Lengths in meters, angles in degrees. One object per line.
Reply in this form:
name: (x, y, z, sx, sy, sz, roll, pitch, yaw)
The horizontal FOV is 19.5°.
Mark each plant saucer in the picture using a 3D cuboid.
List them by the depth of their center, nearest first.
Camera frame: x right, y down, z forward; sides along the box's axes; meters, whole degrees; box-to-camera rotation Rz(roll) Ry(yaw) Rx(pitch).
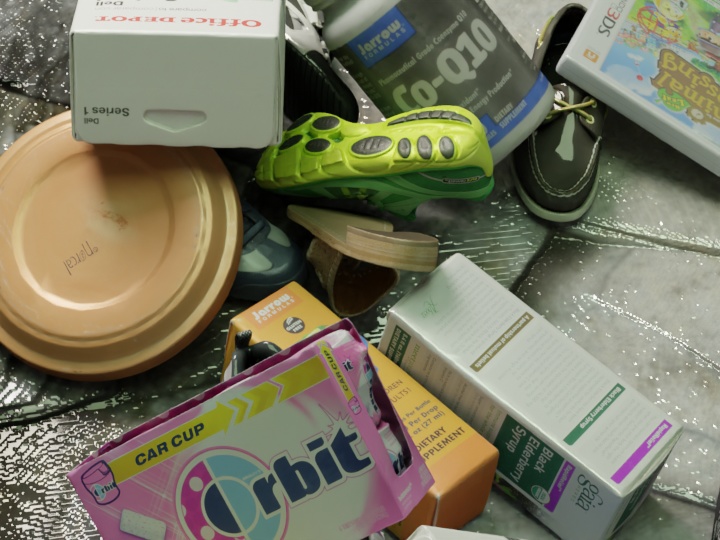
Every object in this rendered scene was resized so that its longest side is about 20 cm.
plant saucer: (-0.180, -0.024, 1.448, 0.198, 0.032, 0.202, -4, 69, 10)

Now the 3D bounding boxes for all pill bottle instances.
pill bottle: (0.043, -0.171, 1.559, 0.200, 0.113, 0.114, 49, 49, -12)

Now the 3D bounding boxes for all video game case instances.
video game case: (0.267, -0.158, 1.661, 0.199, 0.022, 0.182, 32, 44, -1)

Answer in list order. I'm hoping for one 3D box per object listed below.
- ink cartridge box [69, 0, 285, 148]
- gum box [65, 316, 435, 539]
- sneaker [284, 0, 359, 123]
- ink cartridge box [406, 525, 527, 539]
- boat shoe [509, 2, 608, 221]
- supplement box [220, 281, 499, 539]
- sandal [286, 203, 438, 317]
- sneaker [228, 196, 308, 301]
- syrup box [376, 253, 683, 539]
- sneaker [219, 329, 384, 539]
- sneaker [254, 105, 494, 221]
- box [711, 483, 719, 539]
ink cartridge box: (-0.125, -0.167, 1.481, 0.143, 0.085, 0.201, 1, 29, -2)
gum box: (-0.062, 0.123, 1.259, 0.114, 0.199, 0.066, 61, 23, -4)
sneaker: (-0.050, -0.186, 1.646, 0.088, 0.074, 0.200, -28, 58, -27)
ink cartridge box: (0.104, 0.235, 1.215, 0.199, 0.084, 0.145, 16, 34, -46)
boat shoe: (0.156, -0.125, 1.631, 0.071, 0.061, 0.202, 8, 47, -2)
supplement box: (-0.004, 0.096, 1.402, 0.199, 0.069, 0.066, 37, 50, 26)
sandal: (-0.005, -0.001, 1.469, 0.077, 0.070, 0.212, 6, 6, -20)
sneaker: (-0.124, -0.049, 1.503, 0.199, 0.082, 0.070, 26, 47, 15)
syrup box: (0.109, 0.089, 1.403, 0.200, 0.079, 0.081, 39, 54, 17)
sneaker: (-0.032, 0.121, 1.320, 0.077, 0.141, 0.200, -24, 55, -33)
sneaker: (0.007, -0.068, 1.530, 0.198, 0.084, 0.074, 0, 46, 34)
box: (0.329, 0.197, 1.371, 0.198, 0.050, 0.158, 13, 47, 3)
